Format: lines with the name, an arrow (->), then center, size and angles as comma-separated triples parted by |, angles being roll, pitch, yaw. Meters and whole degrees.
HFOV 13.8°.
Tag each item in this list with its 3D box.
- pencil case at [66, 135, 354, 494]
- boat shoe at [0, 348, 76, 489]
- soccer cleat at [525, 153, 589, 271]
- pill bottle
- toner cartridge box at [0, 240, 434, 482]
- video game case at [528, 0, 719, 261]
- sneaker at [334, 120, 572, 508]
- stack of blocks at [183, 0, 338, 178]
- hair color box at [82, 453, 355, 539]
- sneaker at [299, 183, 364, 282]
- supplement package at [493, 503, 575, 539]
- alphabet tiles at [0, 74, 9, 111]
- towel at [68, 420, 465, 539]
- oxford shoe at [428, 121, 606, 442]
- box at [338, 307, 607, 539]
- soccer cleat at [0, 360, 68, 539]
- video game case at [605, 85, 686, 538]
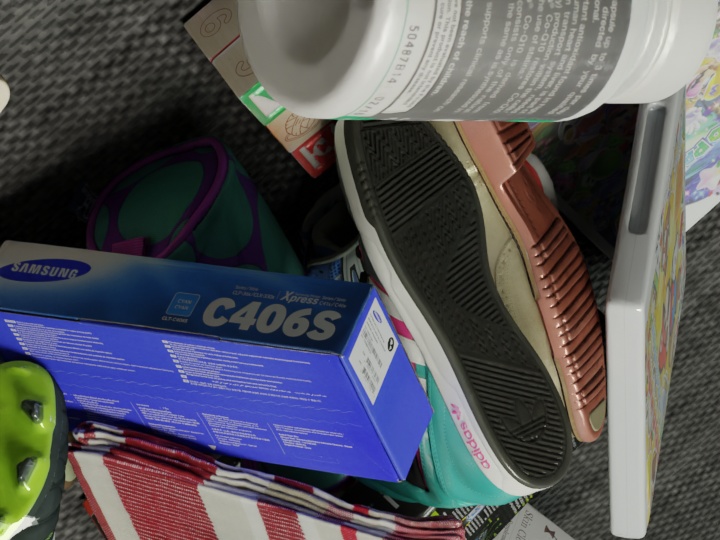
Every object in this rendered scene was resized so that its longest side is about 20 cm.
pencil case -> -0.061, 0.028, 1.465 | 0.093, 0.085, 0.200 | -55, 135, -25
boat shoe -> -0.182, 0.037, 1.435 | 0.076, 0.072, 0.200 | -54, 150, -3
soccer cleat -> 0.089, -0.005, 1.612 | 0.085, 0.069, 0.201 | -30, 148, -25
pill bottle -> 0.055, -0.122, 1.306 | 0.199, 0.113, 0.113 | -1, 131, -37
toner cartridge box -> -0.073, 0.040, 1.363 | 0.043, 0.199, 0.095 | -63, 146, -33
video game case -> 0.158, -0.084, 1.618 | 0.143, 0.018, 0.200 | -43, 144, 6
sneaker -> 0.015, 0.027, 1.418 | 0.083, 0.201, 0.121 | -16, 170, -44
stack of blocks -> 0.018, -0.148, 1.392 | 0.200, 0.059, 0.115 | -40, 144, 4
hair color box -> -0.050, 0.137, 1.650 | 0.102, 0.061, 0.200 | -45, 145, 11
sneaker -> 0.000, 0.000, 1.547 | 0.077, 0.076, 0.201 | 9, 126, -19
supplement package -> 0.055, 0.252, 1.710 | 0.156, 0.111, 0.200 | -46, -169, 36
alphabet tiles -> -0.246, -0.073, 1.291 | 0.196, 0.015, 0.200 | -49, 142, 15
towel -> -0.036, 0.132, 1.424 | 0.144, 0.199, 0.023 | 76, 32, -59
oxford shoe -> 0.064, -0.006, 1.460 | 0.073, 0.201, 0.071 | -19, -177, 20
box -> 0.060, 0.102, 1.579 | 0.193, 0.048, 0.200 | -45, 165, -2
soccer cleat -> -0.171, 0.143, 1.373 | 0.081, 0.067, 0.201 | 47, 51, -69
video game case -> 0.152, 0.011, 1.574 | 0.023, 0.183, 0.201 | 6, 142, 10
